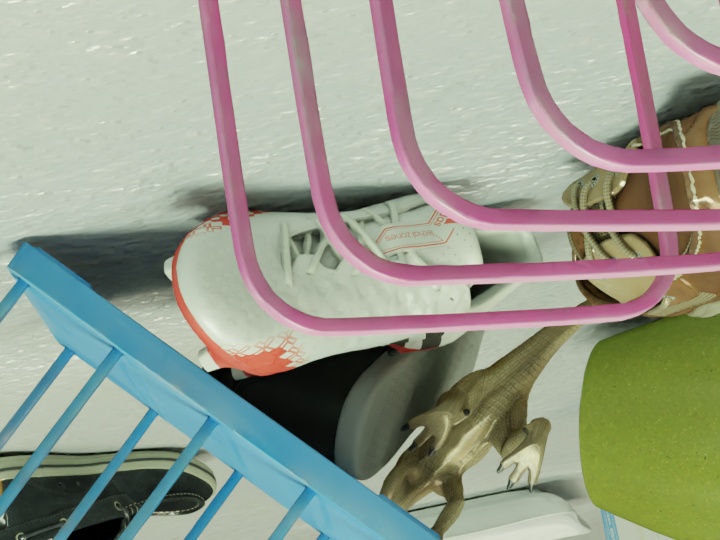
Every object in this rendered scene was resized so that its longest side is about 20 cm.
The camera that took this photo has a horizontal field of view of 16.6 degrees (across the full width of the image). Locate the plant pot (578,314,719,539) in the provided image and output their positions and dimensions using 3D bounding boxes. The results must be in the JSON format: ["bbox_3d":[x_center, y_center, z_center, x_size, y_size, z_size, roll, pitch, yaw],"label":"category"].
[{"bbox_3d":[0.225,0.083,1.324,0.200,0.188,0.187,1,172,20],"label":"plant pot"}]

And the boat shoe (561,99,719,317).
[{"bbox_3d":[0.118,-0.015,0.974,0.072,0.076,0.200,-8,166,-1],"label":"boat shoe"}]

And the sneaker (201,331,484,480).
[{"bbox_3d":[-0.007,0.035,1.130,0.099,0.071,0.200,17,-162,18],"label":"sneaker"}]

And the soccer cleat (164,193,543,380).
[{"bbox_3d":[0.000,0.000,0.972,0.085,0.069,0.200,-28,164,28],"label":"soccer cleat"}]

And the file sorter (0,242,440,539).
[{"bbox_3d":[-0.080,0.108,0.987,0.123,0.200,0.139,-54,170,-10],"label":"file sorter"}]

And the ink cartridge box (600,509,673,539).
[{"bbox_3d":[0.229,0.122,1.553,0.128,0.126,0.200,-9,168,-8],"label":"ink cartridge box"}]

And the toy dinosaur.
[{"bbox_3d":[0.053,0.061,1.071,0.200,0.058,0.101,-48,-174,16],"label":"toy dinosaur"}]

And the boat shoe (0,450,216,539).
[{"bbox_3d":[-0.162,0.143,1.465,0.075,0.062,0.200,-22,165,36],"label":"boat shoe"}]

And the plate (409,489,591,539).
[{"bbox_3d":[0.087,0.217,2.072,0.200,0.032,0.200,-13,168,8],"label":"plate"}]

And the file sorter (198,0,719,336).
[{"bbox_3d":[0.060,-0.069,0.561,0.139,0.126,0.200,-4,166,-27],"label":"file sorter"}]
